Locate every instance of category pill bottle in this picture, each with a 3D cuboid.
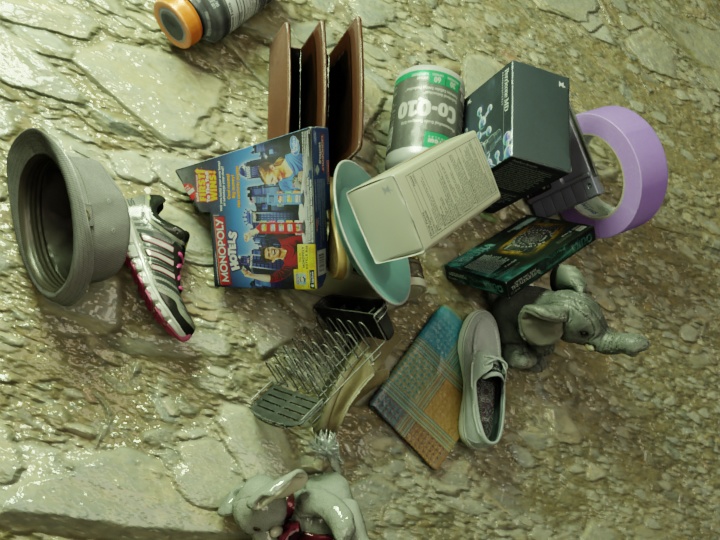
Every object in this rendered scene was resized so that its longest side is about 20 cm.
[{"bbox_3d":[0.095,-0.193,1.144,0.112,0.113,0.203,14,71,-21],"label":"pill bottle"},{"bbox_3d":[-0.194,-0.392,1.062,0.106,0.106,0.200,47,63,-7],"label":"pill bottle"}]

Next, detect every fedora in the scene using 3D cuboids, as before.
[{"bbox_3d":[-0.333,-0.064,0.892,0.090,0.176,0.203,-11,80,-47],"label":"fedora"}]

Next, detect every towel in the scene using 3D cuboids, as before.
[{"bbox_3d":[0.116,0.168,1.117,0.147,0.022,0.200,45,64,-9],"label":"towel"}]

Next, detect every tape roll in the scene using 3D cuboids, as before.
[{"bbox_3d":[0.391,-0.157,1.225,0.065,0.200,0.203,-19,85,-27],"label":"tape roll"}]

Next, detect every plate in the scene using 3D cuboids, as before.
[{"bbox_3d":[0.010,-0.047,0.998,0.200,0.025,0.202,48,31,-40],"label":"plate"}]

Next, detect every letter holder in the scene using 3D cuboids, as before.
[{"bbox_3d":[-0.063,-0.248,1.067,0.099,0.142,0.203,6,75,-24],"label":"letter holder"}]

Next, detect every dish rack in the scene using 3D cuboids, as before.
[{"bbox_3d":[-0.058,0.116,0.979,0.200,0.153,0.055,-43,112,-26],"label":"dish rack"}]

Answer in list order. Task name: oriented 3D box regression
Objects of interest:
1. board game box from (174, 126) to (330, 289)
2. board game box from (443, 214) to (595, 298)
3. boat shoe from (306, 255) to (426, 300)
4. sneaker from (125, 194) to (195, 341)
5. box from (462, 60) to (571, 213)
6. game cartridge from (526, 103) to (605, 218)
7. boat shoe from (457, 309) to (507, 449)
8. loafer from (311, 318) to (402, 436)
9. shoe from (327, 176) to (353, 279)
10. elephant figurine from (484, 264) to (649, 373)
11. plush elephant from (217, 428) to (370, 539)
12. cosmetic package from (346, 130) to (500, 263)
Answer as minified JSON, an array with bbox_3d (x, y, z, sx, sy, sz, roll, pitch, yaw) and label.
[{"bbox_3d":[-0.140,-0.082,0.994,0.062,0.197,0.204,-24,114,-69],"label":"board game box"},{"bbox_3d":[0.243,-0.027,1.163,0.198,0.135,0.029,-29,116,-28],"label":"board game box"},{"bbox_3d":[0.000,0.000,1.078,0.197,0.072,0.060,5,61,-21],"label":"boat shoe"},{"bbox_3d":[-0.245,-0.011,0.960,0.087,0.074,0.202,-26,84,-22],"label":"sneaker"},{"bbox_3d":[0.215,-0.194,1.152,0.106,0.200,0.151,11,72,-22],"label":"box"},{"bbox_3d":[0.302,-0.194,1.234,0.038,0.129,0.203,-16,83,-46],"label":"game cartridge"},{"bbox_3d":[0.185,0.154,1.099,0.069,0.071,0.204,10,75,-22],"label":"boat shoe"},{"bbox_3d":[0.001,0.142,1.037,0.067,0.076,0.201,33,66,-7],"label":"loafer"},{"bbox_3d":[-0.019,-0.064,1.037,0.052,0.071,0.202,2,41,-7],"label":"shoe"},{"bbox_3d":[0.295,0.065,1.119,0.153,0.200,0.144,13,65,-23],"label":"elephant figurine"},{"bbox_3d":[-0.084,0.301,0.913,0.153,0.165,0.203,-5,72,-23],"label":"plush elephant"},{"bbox_3d":[0.086,-0.097,0.981,0.199,0.087,0.105,-32,103,-46],"label":"cosmetic package"}]
